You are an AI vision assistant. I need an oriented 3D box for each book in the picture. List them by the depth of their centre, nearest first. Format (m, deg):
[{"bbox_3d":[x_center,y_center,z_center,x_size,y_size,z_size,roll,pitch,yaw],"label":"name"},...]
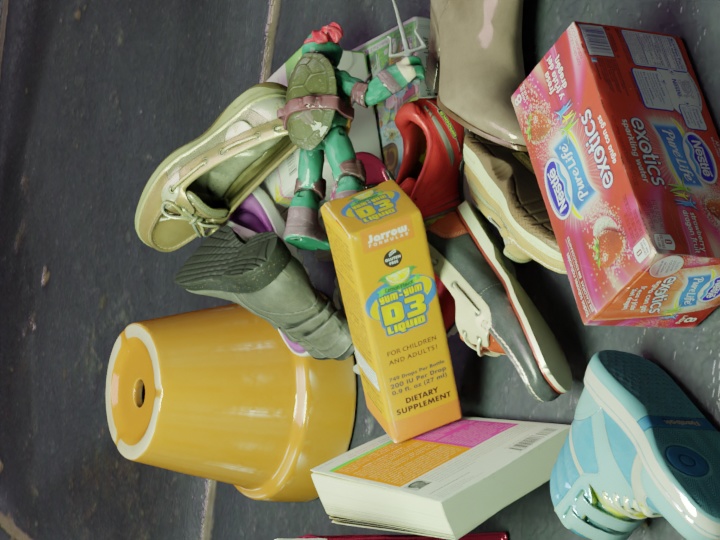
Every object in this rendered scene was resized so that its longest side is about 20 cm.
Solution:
[{"bbox_3d":[0.067,0.155,1.643,0.200,0.133,0.048,-2,113,61],"label":"book"}]

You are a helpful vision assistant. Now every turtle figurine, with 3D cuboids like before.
[{"bbox_3d":[-0.020,-0.124,1.721,0.150,0.100,0.201,-26,58,59],"label":"turtle figurine"}]

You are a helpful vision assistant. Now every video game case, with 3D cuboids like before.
[{"bbox_3d":[0.010,-0.114,1.879,0.200,0.022,0.183,-18,71,59],"label":"video game case"}]

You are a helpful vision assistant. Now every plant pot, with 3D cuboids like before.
[{"bbox_3d":[-0.130,0.114,1.939,0.200,0.182,0.202,-10,78,60],"label":"plant pot"}]

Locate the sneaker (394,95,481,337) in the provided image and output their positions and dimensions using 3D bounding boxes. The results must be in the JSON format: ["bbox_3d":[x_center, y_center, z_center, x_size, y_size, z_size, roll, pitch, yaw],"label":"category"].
[{"bbox_3d":[0.053,-0.045,1.732,0.077,0.084,0.202,-11,77,60],"label":"sneaker"}]

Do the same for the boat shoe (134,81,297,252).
[{"bbox_3d":[-0.124,-0.079,1.845,0.200,0.073,0.063,-41,45,21],"label":"boat shoe"}]

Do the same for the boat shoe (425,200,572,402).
[{"bbox_3d":[0.102,0.031,1.628,0.062,0.071,0.201,-35,52,9],"label":"boat shoe"}]

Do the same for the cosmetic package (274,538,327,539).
[{"bbox_3d":[-0.073,0.290,1.565,0.200,0.050,0.083,-56,45,39],"label":"cosmetic package"}]

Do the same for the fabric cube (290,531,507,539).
[{"bbox_3d":[-0.006,0.318,1.686,0.199,0.195,0.201,-25,65,57],"label":"fabric cube"}]

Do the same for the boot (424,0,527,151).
[{"bbox_3d":[0.107,-0.195,1.670,0.200,0.070,0.147,43,122,53],"label":"boot"}]

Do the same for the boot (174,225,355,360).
[{"bbox_3d":[-0.078,0.030,1.798,0.068,0.131,0.200,-50,21,-15],"label":"boot"}]

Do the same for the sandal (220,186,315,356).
[{"bbox_3d":[-0.094,-0.011,1.877,0.203,0.050,0.083,56,140,24],"label":"sandal"}]

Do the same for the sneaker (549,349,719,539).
[{"bbox_3d":[0.199,0.160,1.463,0.200,0.079,0.131,-117,42,-56],"label":"sneaker"}]

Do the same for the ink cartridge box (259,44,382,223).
[{"bbox_3d":[-0.061,-0.111,1.915,0.200,0.067,0.118,-35,58,54],"label":"ink cartridge box"}]

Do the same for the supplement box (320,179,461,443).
[{"bbox_3d":[0.026,0.034,1.665,0.069,0.066,0.201,-129,22,-59],"label":"supplement box"}]

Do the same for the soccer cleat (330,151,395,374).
[{"bbox_3d":[0.000,0.000,1.808,0.086,0.069,0.201,-8,93,59],"label":"soccer cleat"}]

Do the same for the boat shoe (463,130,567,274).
[{"bbox_3d":[0.134,-0.039,1.619,0.200,0.071,0.077,-119,29,-58],"label":"boat shoe"}]

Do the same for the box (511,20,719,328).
[{"bbox_3d":[0.192,-0.066,1.472,0.096,0.099,0.201,-50,46,46],"label":"box"}]
